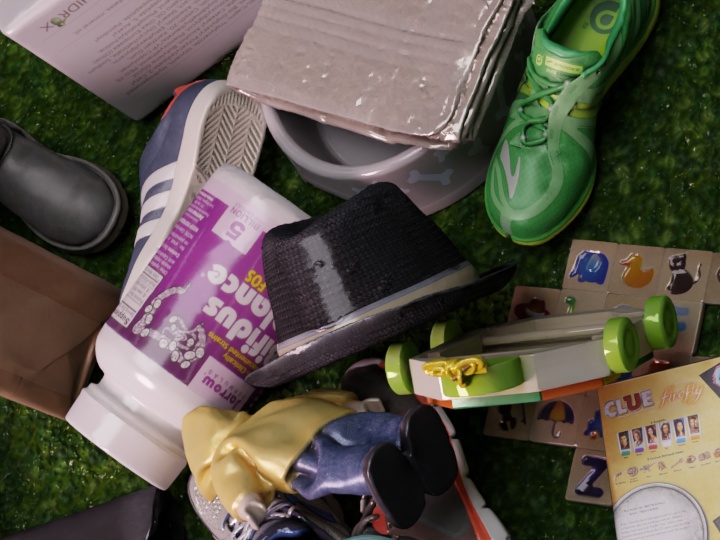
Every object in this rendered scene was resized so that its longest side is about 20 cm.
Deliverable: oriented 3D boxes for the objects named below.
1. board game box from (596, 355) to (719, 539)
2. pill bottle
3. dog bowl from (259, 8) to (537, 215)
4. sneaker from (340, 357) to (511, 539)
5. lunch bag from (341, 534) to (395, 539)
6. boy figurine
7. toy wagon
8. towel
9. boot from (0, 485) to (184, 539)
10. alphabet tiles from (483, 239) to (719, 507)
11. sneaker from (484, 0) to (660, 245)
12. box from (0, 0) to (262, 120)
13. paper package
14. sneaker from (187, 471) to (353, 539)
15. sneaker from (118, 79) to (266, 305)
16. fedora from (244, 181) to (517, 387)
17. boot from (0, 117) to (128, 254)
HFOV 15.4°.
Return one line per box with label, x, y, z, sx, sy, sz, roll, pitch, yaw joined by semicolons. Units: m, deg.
board game box;0.244;0.112;1.565;0.199;0.035;0.136;-15;67;23
pill bottle;-0.103;0.040;1.750;0.112;0.112;0.200;33;87;35
dog bowl;0.020;-0.135;1.782;0.199;0.059;0.201;-11;68;28
sneaker;0.025;0.140;1.649;0.082;0.077;0.200;-21;56;-19
lunch bag;-0.018;0.246;1.598;0.199;0.161;0.077;-21;32;36
boy figurine;-0.042;0.117;1.630;0.199;0.065;0.124;-3;31;43
toy wagon;0.093;0.052;1.581;0.155;0.200;0.040;-7;97;27
towel;0.013;-0.155;1.739;0.199;0.034;0.133;19;81;35
boot;-0.216;0.177;1.801;0.199;0.066;0.166;-18;72;27
alphabet tiles;0.173;0.065;1.649;0.199;0.008;0.168;5;75;32
sneaker;0.124;-0.114;1.695;0.074;0.084;0.201;18;83;26
box;-0.158;-0.257;1.863;0.200;0.171;0.200;-34;58;15
paper package;-0.291;0.004;1.834;0.200;0.190;0.104;25;88;35
sneaker;-0.045;0.169;1.692;0.200;0.085;0.077;33;91;36
sneaker;-0.126;-0.036;1.833;0.084;0.075;0.201;19;88;56
fedora;0.000;0.000;1.651;0.200;0.200;0.092;-23;90;22
boot;-0.278;-0.085;1.854;0.181;0.200;0.073;25;86;35
